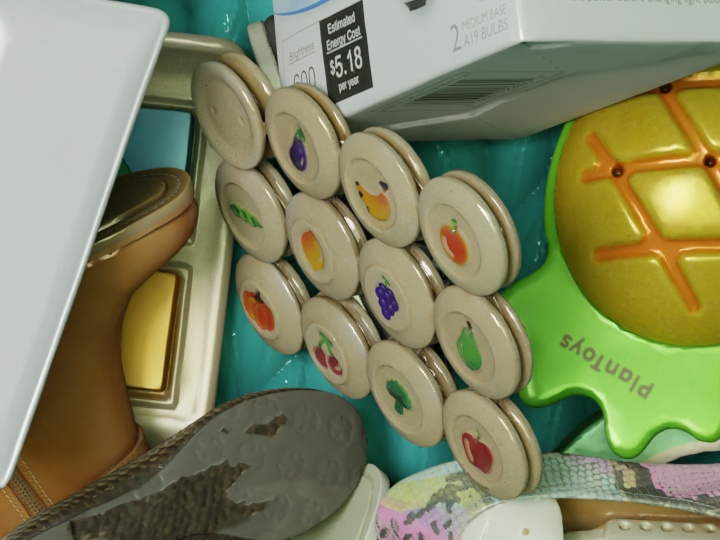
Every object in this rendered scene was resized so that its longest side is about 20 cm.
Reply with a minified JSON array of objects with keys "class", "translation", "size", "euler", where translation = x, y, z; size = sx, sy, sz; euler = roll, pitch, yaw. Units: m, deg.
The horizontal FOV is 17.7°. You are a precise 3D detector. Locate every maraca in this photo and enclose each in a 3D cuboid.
[{"class":"maraca","translation":[0.140,-0.018,0.998],"size":[0.137,0.107,0.200],"euler":[29,86,15]}]

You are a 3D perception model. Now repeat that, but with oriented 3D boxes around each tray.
[{"class":"tray","translation":[-0.145,-0.017,0.934],"size":[0.107,0.022,0.201],"euler":[13,80,32]}]

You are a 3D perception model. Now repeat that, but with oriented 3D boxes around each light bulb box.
[{"class":"light bulb box","translation":[0.055,-0.168,0.939],"size":[0.124,0.198,0.201],"euler":[-2,82,-29]}]

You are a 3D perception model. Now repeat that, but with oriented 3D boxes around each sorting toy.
[{"class":"sorting toy","translation":[-0.150,-0.014,1.048],"size":[0.184,0.036,0.201],"euler":[6,90,2]}]

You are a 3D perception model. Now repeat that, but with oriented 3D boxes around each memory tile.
[{"class":"memory tile","translation":[0.000,0.000,0.959],"size":[0.017,0.200,0.154],"euler":[-28,128,-29]}]

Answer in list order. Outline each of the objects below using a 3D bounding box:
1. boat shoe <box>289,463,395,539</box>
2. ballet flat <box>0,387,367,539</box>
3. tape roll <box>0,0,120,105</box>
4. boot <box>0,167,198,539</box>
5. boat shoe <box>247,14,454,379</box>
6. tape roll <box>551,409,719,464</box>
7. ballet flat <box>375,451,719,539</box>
[{"class":"boat shoe","translation":[-0.014,0.187,1.028],"size":[0.066,0.074,0.200],"euler":[25,79,-25]},{"class":"ballet flat","translation":[-0.082,0.104,0.983],"size":[0.200,0.046,0.068],"euler":[-27,98,-32]},{"class":"tape roll","translation":[-0.206,-0.145,1.019],"size":[0.199,0.066,0.201],"euler":[0,79,1]},{"class":"boot","translation":[-0.117,0.059,1.001],"size":[0.200,0.074,0.155],"euler":[-34,110,13]},{"class":"boat shoe","translation":[0.010,-0.031,1.027],"size":[0.057,0.067,0.201],"euler":[-23,85,7]},{"class":"tape roll","translation":[0.161,0.147,1.029],"size":[0.200,0.048,0.201],"euler":[0,90,3]},{"class":"ballet flat","translation":[0.105,0.116,0.967],"size":[0.199,0.071,0.069],"euler":[0,124,1]}]
